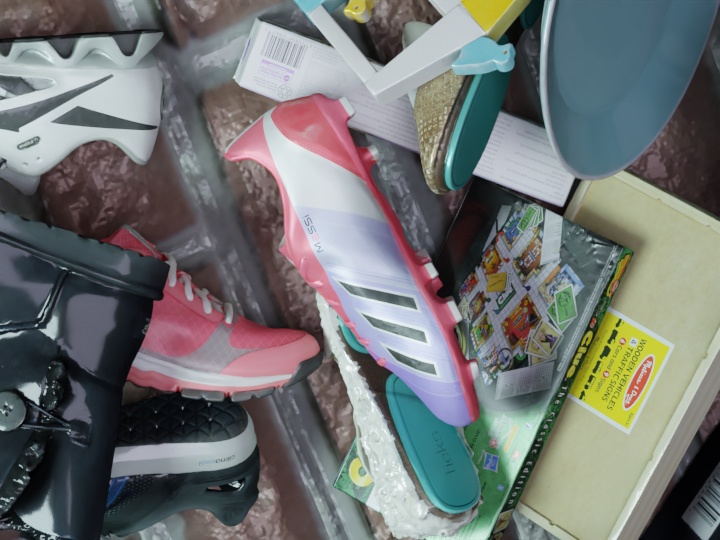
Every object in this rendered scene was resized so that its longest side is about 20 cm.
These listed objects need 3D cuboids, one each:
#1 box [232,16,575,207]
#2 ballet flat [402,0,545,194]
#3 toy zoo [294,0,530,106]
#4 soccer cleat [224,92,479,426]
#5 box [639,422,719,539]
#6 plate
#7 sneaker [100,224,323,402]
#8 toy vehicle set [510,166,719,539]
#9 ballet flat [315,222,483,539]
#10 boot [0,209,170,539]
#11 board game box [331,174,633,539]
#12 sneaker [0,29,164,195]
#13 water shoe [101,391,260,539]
[{"bbox_3d":[0.028,-0.089,1.224,0.200,0.039,0.042,19,98,-11],"label":"box"},{"bbox_3d":[0.062,-0.135,1.192,0.065,0.071,0.200,20,71,17],"label":"ballet flat"},{"bbox_3d":[0.019,-0.179,1.162,0.131,0.020,0.200,-39,70,0],"label":"toy zoo"},{"bbox_3d":[0.000,0.000,1.177,0.076,0.067,0.200,-27,90,2],"label":"soccer cleat"},{"bbox_3d":[0.292,0.168,1.267,0.198,0.123,0.200,32,95,-13],"label":"box"},{"bbox_3d":[0.143,-0.147,1.177,0.026,0.200,0.201,22,99,30],"label":"plate"},{"bbox_3d":[-0.116,0.021,1.208,0.200,0.074,0.087,7,98,-9],"label":"sneaker"},{"bbox_3d":[0.140,0.051,1.227,0.124,0.026,0.200,33,101,33],"label":"toy vehicle set"},{"bbox_3d":[0.009,0.059,1.223,0.072,0.072,0.200,-14,74,-5],"label":"ballet flat"},{"bbox_3d":[-0.212,0.049,1.142,0.200,0.076,0.168,17,83,2],"label":"boot"},{"bbox_3d":[0.068,0.057,1.237,0.105,0.023,0.200,28,98,25],"label":"board game box"},{"bbox_3d":[-0.204,-0.083,1.176,0.200,0.074,0.089,-2,99,-7],"label":"sneaker"},{"bbox_3d":[-0.156,0.121,1.221,0.200,0.072,0.079,-5,121,4],"label":"water shoe"}]
